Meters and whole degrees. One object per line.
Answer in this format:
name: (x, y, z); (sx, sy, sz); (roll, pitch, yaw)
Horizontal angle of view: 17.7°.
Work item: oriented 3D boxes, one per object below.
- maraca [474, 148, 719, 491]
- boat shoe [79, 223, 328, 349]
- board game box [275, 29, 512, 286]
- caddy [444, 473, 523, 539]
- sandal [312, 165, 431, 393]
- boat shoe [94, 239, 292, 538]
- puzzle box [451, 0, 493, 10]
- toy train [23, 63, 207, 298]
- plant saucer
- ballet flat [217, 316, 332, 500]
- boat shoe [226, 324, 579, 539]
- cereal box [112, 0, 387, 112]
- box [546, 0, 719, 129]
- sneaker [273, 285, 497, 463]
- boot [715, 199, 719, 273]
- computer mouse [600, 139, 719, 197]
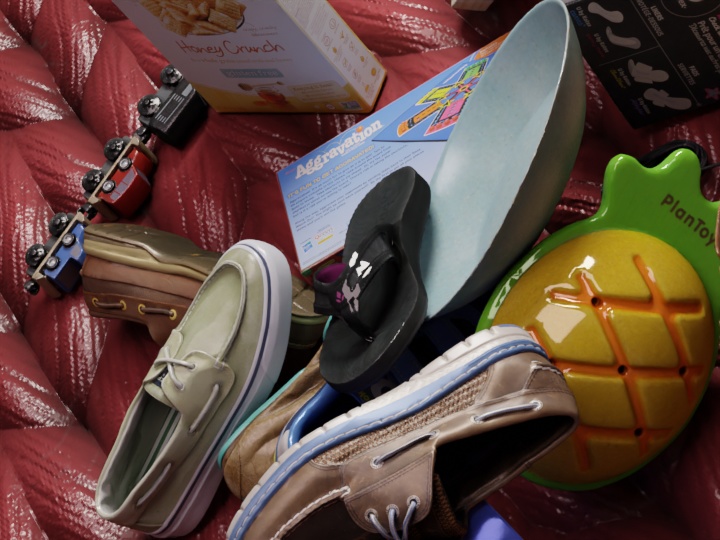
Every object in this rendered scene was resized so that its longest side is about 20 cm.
maraca: (0.142, 0.029, 1.280); (0.200, 0.137, 0.107); (-54, 18, -1)
boat shoe: (-0.104, 0.022, 1.518); (0.199, 0.072, 0.068); (17, 103, 34)
board game box: (0.039, -0.076, 1.502); (0.199, 0.019, 0.103); (-30, 43, 14)
caddy: (0.036, 0.169, 1.249); (0.105, 0.142, 0.200); (-42, 43, -4)
sandal: (-0.001, 0.000, 1.335); (0.075, 0.048, 0.201); (-39, 23, 24)
boat shoe: (-0.102, 0.075, 1.425); (0.072, 0.062, 0.201); (29, 103, 41)
puzzle box: (0.089, -0.248, 1.468); (0.025, 0.200, 0.134); (5, 86, -6)
toy train: (-0.170, -0.061, 1.645); (0.046, 0.034, 0.200); (29, 78, 32)
plant saucer: (0.085, -0.056, 1.321); (0.202, 0.039, 0.201); (-61, 13, 24)
ballet flat: (-0.004, 0.067, 1.413); (0.072, 0.068, 0.200); (36, 84, 25)
boat shoe: (0.021, 0.107, 1.159); (0.200, 0.072, 0.072); (-38, 45, -4)
cereal box: (-0.091, -0.175, 1.547); (0.143, 0.200, 0.040); (3, 61, 38)
box: (0.188, -0.213, 1.416); (0.114, 0.132, 0.201); (-17, 50, 24)
sneaker: (0.034, 0.068, 1.344); (0.200, 0.082, 0.074); (-39, 76, -2)
boot: (0.238, 0.056, 1.169); (0.073, 0.155, 0.201); (-30, 46, 15)
computer mouse: (0.228, -0.056, 1.351); (0.199, 0.034, 0.059); (-7, 42, 41)
